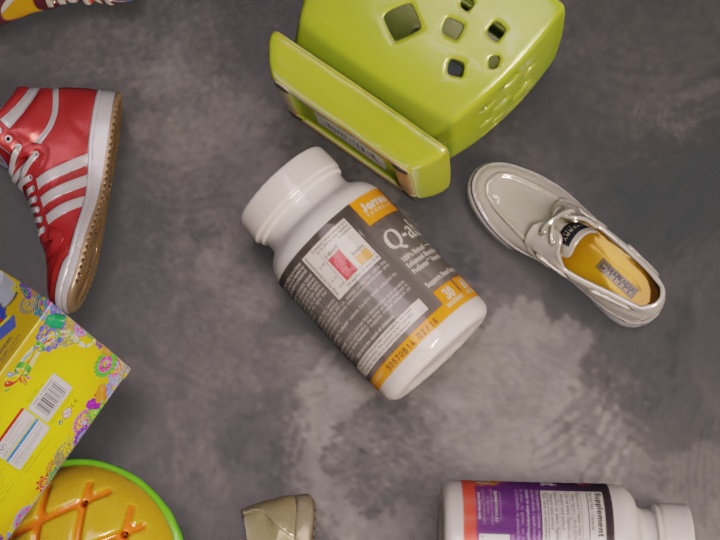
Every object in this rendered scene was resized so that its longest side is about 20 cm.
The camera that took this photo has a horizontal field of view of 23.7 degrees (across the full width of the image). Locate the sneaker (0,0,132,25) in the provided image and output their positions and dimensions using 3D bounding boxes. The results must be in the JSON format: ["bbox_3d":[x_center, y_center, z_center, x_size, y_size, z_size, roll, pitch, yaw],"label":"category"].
[{"bbox_3d":[-0.244,-0.262,1.498,0.200,0.075,0.090,-37,75,-7],"label":"sneaker"}]

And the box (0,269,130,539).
[{"bbox_3d":[-0.329,0.095,1.358,0.192,0.122,0.200,27,77,36],"label":"box"}]

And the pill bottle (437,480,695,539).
[{"bbox_3d":[0.163,0.226,1.376,0.199,0.111,0.112,2,78,-1],"label":"pill bottle"}]

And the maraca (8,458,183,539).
[{"bbox_3d":[-0.198,0.237,1.371,0.200,0.107,0.137,35,89,9],"label":"maraca"}]

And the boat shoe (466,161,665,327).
[{"bbox_3d":[0.176,-0.027,1.452,0.200,0.070,0.071,41,81,8],"label":"boat shoe"}]

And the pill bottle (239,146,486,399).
[{"bbox_3d":[0.000,0.000,1.422,0.116,0.116,0.200,-42,82,-9],"label":"pill bottle"}]

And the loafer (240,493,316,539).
[{"bbox_3d":[-0.077,0.278,1.386,0.068,0.076,0.201,6,68,2],"label":"loafer"}]

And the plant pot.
[{"bbox_3d":[0.038,-0.179,1.426,0.200,0.199,0.182,34,86,6],"label":"plant pot"}]

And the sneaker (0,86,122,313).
[{"bbox_3d":[-0.272,-0.065,1.456,0.112,0.071,0.201,8,70,-3],"label":"sneaker"}]
